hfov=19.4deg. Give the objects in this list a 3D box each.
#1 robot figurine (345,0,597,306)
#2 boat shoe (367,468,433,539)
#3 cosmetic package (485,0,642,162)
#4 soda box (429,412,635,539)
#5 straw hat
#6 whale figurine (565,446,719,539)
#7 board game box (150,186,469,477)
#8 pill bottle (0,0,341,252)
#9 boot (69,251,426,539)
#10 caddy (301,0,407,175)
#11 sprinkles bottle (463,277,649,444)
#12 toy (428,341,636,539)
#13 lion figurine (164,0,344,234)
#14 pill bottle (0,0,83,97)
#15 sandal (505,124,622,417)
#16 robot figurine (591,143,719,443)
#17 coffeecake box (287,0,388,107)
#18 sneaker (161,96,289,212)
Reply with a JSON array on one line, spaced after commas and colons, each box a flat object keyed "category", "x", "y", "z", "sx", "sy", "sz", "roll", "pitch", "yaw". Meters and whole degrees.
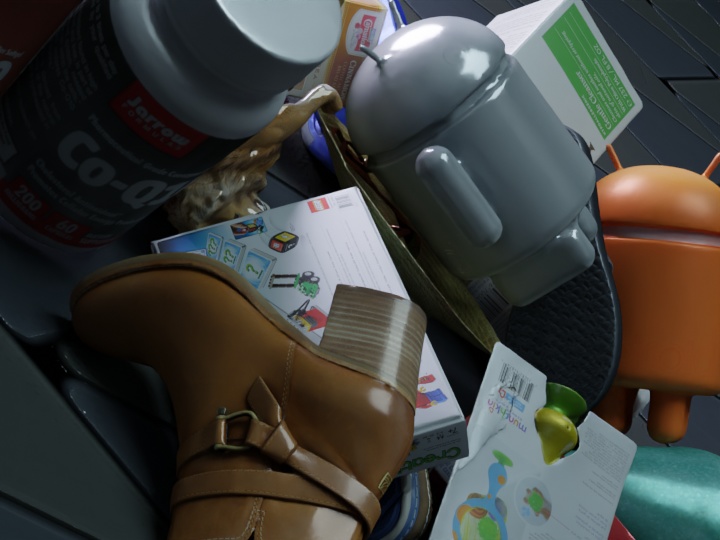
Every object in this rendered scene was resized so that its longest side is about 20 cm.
[{"category": "robot figurine", "x": 0.068, "y": -0.075, "z": 1.310, "sx": 0.200, "sy": 0.113, "sz": 0.170, "roll": 53, "pitch": 18, "yaw": -15}, {"category": "boat shoe", "x": 0.010, "y": 0.089, "z": 1.196, "sx": 0.072, "sy": 0.072, "sz": 0.200, "roll": 31, "pitch": 23, "yaw": -34}, {"category": "cosmetic package", "x": 0.097, "y": -0.093, "z": 1.467, "sx": 0.108, "sy": 0.085, "sz": 0.200, "roll": 55, "pitch": 51, "yaw": -19}, {"category": "soda box", "x": 0.120, "y": 0.170, "z": 1.225, "sx": 0.200, "sy": 0.070, "sz": 0.063, "roll": 49, "pitch": -14, "yaw": 17}, {"category": "straw hat", "x": 0.000, "y": 0.000, "z": 1.325, "sx": 0.201, "sy": 0.085, "sz": 0.201, "roll": 53, "pitch": 7, "yaw": -9}, {"category": "whale figurine", "x": 0.179, "y": 0.151, "z": 1.358, "sx": 0.200, "sy": 0.104, "sz": 0.159, "roll": 31, "pitch": 24, "yaw": -23}, {"category": "board game box", "x": -0.032, "y": 0.040, "z": 1.150, "sx": 0.200, "sy": 0.126, "sz": 0.035, "roll": -113, "pitch": -169, "yaw": -46}, {"category": "pill bottle", "x": -0.111, "y": -0.101, "z": 1.120, "sx": 0.114, "sy": 0.200, "sz": 0.114, "roll": 27, "pitch": 47, "yaw": -33}, {"category": "boot", "x": -0.072, "y": 0.079, "z": 1.047, "sx": 0.077, "sy": 0.200, "sz": 0.155, "roll": 78, "pitch": 25, "yaw": -58}, {"category": "caddy", "x": 0.004, "y": -0.121, "z": 1.569, "sx": 0.200, "sy": 0.105, "sz": 0.141, "roll": -99, "pitch": 163, "yaw": -59}, {"category": "sprinkles bottle", "x": 0.119, "y": 0.040, "z": 1.514, "sx": 0.200, "sy": 0.068, "sz": 0.068, "roll": 45, "pitch": 20, "yaw": 1}, {"category": "toy", "x": 0.076, "y": 0.153, "z": 1.160, "sx": 0.115, "sy": 0.047, "sz": 0.200, "roll": 37, "pitch": 60, "yaw": -24}, {"category": "lion figurine", "x": -0.058, "y": -0.112, "z": 1.204, "sx": 0.072, "sy": 0.200, "sz": 0.122, "roll": 33, "pitch": 46, "yaw": 24}, {"category": "pill bottle", "x": -0.202, "y": -0.154, "z": 1.079, "sx": 0.112, "sy": 0.200, "sz": 0.112, "roll": 37, "pitch": 21, "yaw": -17}, {"category": "sandal", "x": 0.136, "y": 0.003, "z": 1.384, "sx": 0.043, "sy": 0.076, "sz": 0.200, "roll": 22, "pitch": 66, "yaw": -66}, {"category": "robot figurine", "x": 0.199, "y": 0.016, "z": 1.432, "sx": 0.117, "sy": 0.200, "sz": 0.144, "roll": 7, "pitch": -3, "yaw": -37}, {"category": "coffeecake box", "x": -0.103, "y": -0.176, "z": 1.363, "sx": 0.200, "sy": 0.073, "sz": 0.154, "roll": 10, "pitch": 18, "yaw": -21}, {"category": "sneaker", "x": -0.101, "y": -0.097, "z": 1.351, "sx": 0.090, "sy": 0.075, "sz": 0.200, "roll": 47, "pitch": 18, "yaw": -8}]
